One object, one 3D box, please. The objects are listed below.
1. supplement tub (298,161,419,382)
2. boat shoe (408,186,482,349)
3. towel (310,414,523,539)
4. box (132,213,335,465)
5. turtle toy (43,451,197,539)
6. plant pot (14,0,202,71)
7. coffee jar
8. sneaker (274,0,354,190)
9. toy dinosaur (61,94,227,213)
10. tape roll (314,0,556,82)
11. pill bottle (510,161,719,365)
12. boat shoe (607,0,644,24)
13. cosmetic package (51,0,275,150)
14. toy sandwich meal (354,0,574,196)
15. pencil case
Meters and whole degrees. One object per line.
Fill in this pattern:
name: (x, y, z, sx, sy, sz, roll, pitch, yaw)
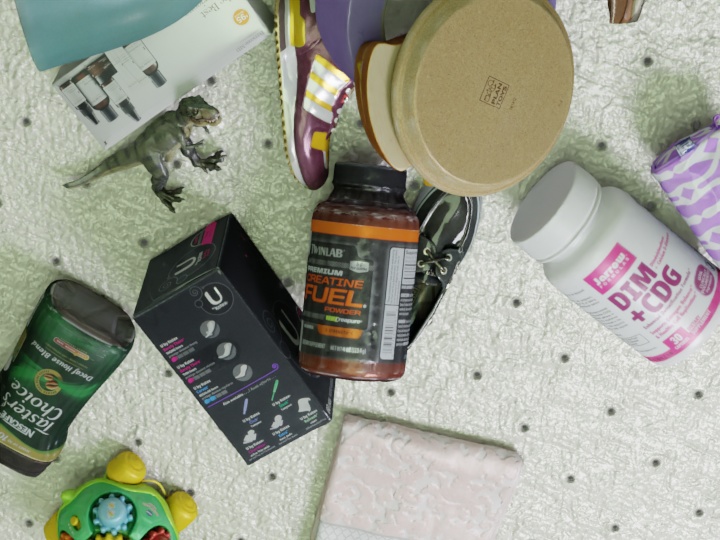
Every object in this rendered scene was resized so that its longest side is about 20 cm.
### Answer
supplement tub: (0.000, 0.000, 1.489, 0.106, 0.107, 0.202, 5, 92, -2)
boat shoe: (0.067, -0.003, 1.539, 0.068, 0.057, 0.201, 19, 116, -9)
towel: (0.055, 0.256, 1.688, 0.198, 0.032, 0.192, 13, 116, -7)
box: (-0.119, 0.068, 1.541, 0.105, 0.123, 0.201, -29, 114, 15)
turtle toy: (-0.243, 0.299, 1.673, 0.200, 0.101, 0.146, 41, 111, -18)
plant pot: (-0.215, -0.283, 1.329, 0.159, 0.201, 0.202, -11, 117, -5)
coffee jar: (-0.318, 0.114, 1.588, 0.104, 0.086, 0.201, 30, 114, -14)
sneaker: (-0.029, -0.168, 1.447, 0.089, 0.075, 0.202, -4, 119, 3)
toy dinosaur: (-0.186, -0.106, 1.494, 0.199, 0.048, 0.088, -28, 131, 33)
tape roll: (0.065, -0.234, 1.368, 0.198, 0.085, 0.202, -10, 117, -19)
pill bottle: (0.247, -0.008, 1.503, 0.199, 0.114, 0.113, 36, 112, -16)
boat shoe: (0.217, -0.319, 1.372, 0.073, 0.076, 0.202, -1, 109, 7)
cosmetic package: (-0.181, -0.201, 1.444, 0.199, 0.051, 0.083, -33, 113, 16)
toy sandwich meal: (0.090, -0.155, 1.333, 0.203, 0.070, 0.207, -9, 110, -28)
pencil case: (0.357, -0.048, 1.478, 0.085, 0.084, 0.201, -35, 98, 6)
